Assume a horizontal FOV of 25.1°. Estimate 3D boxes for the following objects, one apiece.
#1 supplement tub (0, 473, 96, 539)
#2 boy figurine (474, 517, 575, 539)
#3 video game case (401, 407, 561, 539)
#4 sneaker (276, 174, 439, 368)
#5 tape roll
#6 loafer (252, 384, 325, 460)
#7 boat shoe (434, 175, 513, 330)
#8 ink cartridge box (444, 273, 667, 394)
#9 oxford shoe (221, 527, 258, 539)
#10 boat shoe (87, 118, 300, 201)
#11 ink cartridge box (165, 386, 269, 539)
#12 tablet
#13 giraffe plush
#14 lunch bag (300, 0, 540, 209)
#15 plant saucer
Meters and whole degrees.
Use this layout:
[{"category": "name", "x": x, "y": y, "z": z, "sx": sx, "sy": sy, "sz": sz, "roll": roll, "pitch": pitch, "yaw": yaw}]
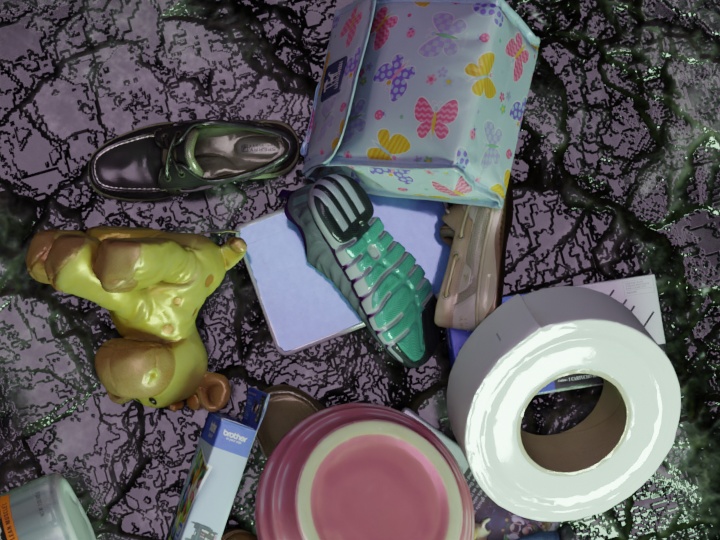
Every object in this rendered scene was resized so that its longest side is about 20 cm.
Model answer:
[{"category": "supplement tub", "x": -0.334, "y": 0.271, "z": 1.424, "sx": 0.198, "sy": 0.123, "sz": 0.124, "roll": -24, "pitch": 87, "yaw": -4}, {"category": "boy figurine", "x": 0.103, "y": 0.290, "z": 1.448, "sx": 0.198, "sy": 0.064, "sz": 0.126, "roll": -15, "pitch": 83, "yaw": -3}, {"category": "video game case", "x": 0.058, "y": 0.261, "z": 1.492, "sx": 0.181, "sy": 0.023, "sz": 0.201, "roll": 35, "pitch": 85, "yaw": 1}, {"category": "sneaker", "x": 0.000, "y": 0.000, "z": 1.483, "sx": 0.074, "sy": 0.087, "sz": 0.201, "roll": -40, "pitch": 111, "yaw": -31}, {"category": "tape roll", "x": 0.178, "y": 0.118, "z": 1.431, "sx": 0.200, "sy": 0.071, "sz": 0.205, "roll": -5, "pitch": 115, "yaw": -10}, {"category": "loafer", "x": -0.032, "y": 0.183, "z": 1.456, "sx": 0.076, "sy": 0.067, "sz": 0.200, "roll": -38, "pitch": 74, "yaw": -3}, {"category": "boat shoe", "x": 0.103, "y": -0.041, "z": 1.478, "sx": 0.064, "sy": 0.072, "sz": 0.202, "roll": 3, "pitch": 69, "yaw": 12}, {"category": "ink cartridge box", "x": 0.180, "y": 0.065, "z": 1.499, "sx": 0.198, "sy": 0.044, "sz": 0.095, "roll": -9, "pitch": 85, "yaw": -3}, {"category": "oxford shoe", "x": -0.077, "y": 0.329, "z": 1.448, "sx": 0.071, "sy": 0.071, "sz": 0.202, "roll": -28, "pitch": 97, "yaw": -24}, {"category": "boat shoe", "x": -0.154, "y": -0.108, "z": 1.486, "sx": 0.198, "sy": 0.066, "sz": 0.073, "roll": -7, "pitch": 87, "yaw": -3}, {"category": "ink cartridge box", "x": -0.135, "y": 0.197, "z": 1.437, "sx": 0.042, "sy": 0.119, "sz": 0.202, "roll": 22, "pitch": 85, "yaw": -9}, {"category": "tablet", "x": -0.005, "y": -0.014, "z": 1.512, "sx": 0.198, "sy": 0.014, "sz": 0.131, "roll": -21, "pitch": 87, "yaw": -3}, {"category": "giraffe plush", "x": -0.191, "y": 0.048, "z": 1.447, "sx": 0.198, "sy": 0.172, "sz": 0.164, "roll": -2, "pitch": 97, "yaw": -34}, {"category": "lunch bag", "x": 0.040, "y": -0.155, "z": 1.451, "sx": 0.198, "sy": 0.127, "sz": 0.171, "roll": 8, "pitch": 77, "yaw": 35}, {"category": "plant saucer", "x": 0.010, "y": 0.208, "z": 1.389, "sx": 0.198, "sy": 0.051, "sz": 0.203, "roll": 7, "pitch": 67, "yaw": -17}]
